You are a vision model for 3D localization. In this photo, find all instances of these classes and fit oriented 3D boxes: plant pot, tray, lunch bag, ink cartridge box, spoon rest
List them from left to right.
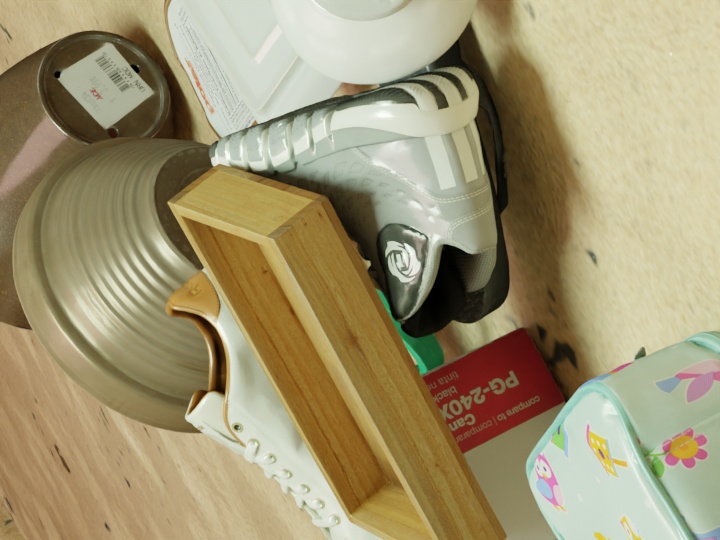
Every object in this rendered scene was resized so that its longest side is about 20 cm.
[{"bbox_3d":[-0.207,-0.082,1.609,0.187,0.187,0.200,60,149,13],"label":"plant pot"},{"bbox_3d":[-0.102,-0.011,1.373,0.201,0.201,0.093,59,136,16],"label":"plant pot"},{"bbox_3d":[-0.071,-0.166,1.200,0.200,0.022,0.107,57,132,22],"label":"tray"},{"bbox_3d":[-0.009,-0.179,0.989,0.061,0.099,0.200,-8,-99,-70],"label":"spoon rest"},{"bbox_3d":[-0.009,0.046,1.056,0.099,0.037,0.200,19,143,55],"label":"tray"},{"bbox_3d":[0.083,0.148,1.174,0.200,0.083,0.145,62,163,9],"label":"ink cartridge box"},{"bbox_3d":[0.152,0.127,0.942,0.200,0.077,0.160,60,165,15],"label":"lunch bag"}]

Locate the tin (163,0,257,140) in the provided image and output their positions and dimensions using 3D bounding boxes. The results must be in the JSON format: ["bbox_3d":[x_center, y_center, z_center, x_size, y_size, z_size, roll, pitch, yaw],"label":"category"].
[{"bbox_3d":[-0.069,-0.133,1.310,0.112,0.042,0.200,67,164,5],"label":"tin"}]

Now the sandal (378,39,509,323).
[{"bbox_3d":[0.043,-0.071,1.062,0.076,0.043,0.201,15,120,60],"label":"sandal"}]

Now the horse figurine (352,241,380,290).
[{"bbox_3d":[0.000,0.000,1.252,0.133,0.050,0.200,46,154,11],"label":"horse figurine"}]

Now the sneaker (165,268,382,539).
[{"bbox_3d":[-0.043,0.090,1.190,0.200,0.085,0.073,65,163,2],"label":"sneaker"}]

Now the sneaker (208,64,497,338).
[{"bbox_3d":[-0.001,-0.022,1.049,0.200,0.075,0.116,-8,102,63],"label":"sneaker"}]

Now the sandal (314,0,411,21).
[{"bbox_3d":[-0.010,-0.205,0.931,0.050,0.082,0.203,-46,-45,-67],"label":"sandal"}]

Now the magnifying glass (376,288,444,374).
[{"bbox_3d":[0.005,0.056,1.260,0.079,0.022,0.200,29,157,9],"label":"magnifying glass"}]
